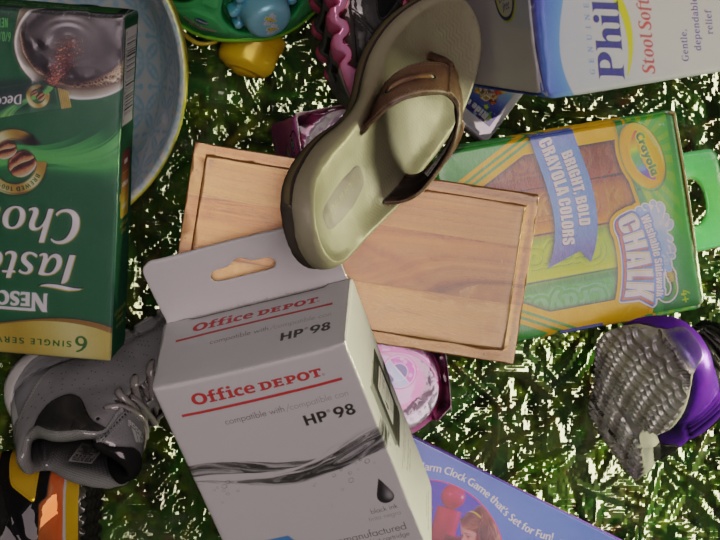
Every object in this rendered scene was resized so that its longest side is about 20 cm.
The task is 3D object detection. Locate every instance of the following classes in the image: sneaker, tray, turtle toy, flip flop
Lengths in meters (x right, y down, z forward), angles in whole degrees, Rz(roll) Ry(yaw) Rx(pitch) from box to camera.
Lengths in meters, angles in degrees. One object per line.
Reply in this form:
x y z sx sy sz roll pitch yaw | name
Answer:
-0.213 0.208 1.303 0.090 0.070 0.201 7 89 5 | sneaker
-0.117 0.077 1.267 0.199 0.116 0.075 -22 123 7 | sneaker
-0.004 -0.010 1.226 0.199 0.037 0.099 9 92 -4 | tray
-0.097 -0.211 1.291 0.199 0.101 0.146 22 87 -9 | turtle toy
0.200 0.058 1.305 0.099 0.200 0.070 -30 75 -11 | sneaker
0.023 -0.076 1.166 0.200 0.057 0.081 -54 128 -39 | flip flop
0.018 -0.191 1.231 0.095 0.079 0.201 0 88 -12 | sneaker

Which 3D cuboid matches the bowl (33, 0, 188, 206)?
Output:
-0.193 -0.124 1.264 0.199 0.108 0.201 1 103 3 | bowl

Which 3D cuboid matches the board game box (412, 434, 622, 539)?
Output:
0.073 0.199 1.354 0.200 0.045 0.135 27 86 -9 | board game box

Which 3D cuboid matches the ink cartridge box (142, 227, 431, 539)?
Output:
-0.043 0.080 1.201 0.115 0.067 0.200 -14 122 12 | ink cartridge box

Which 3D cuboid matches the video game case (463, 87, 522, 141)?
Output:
0.084 -0.204 1.364 0.143 0.018 0.200 38 85 -9 | video game case

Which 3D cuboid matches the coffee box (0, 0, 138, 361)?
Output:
-0.191 -0.052 1.203 0.123 0.044 0.201 6 103 2 | coffee box

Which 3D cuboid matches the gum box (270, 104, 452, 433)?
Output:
0.000 0.000 1.304 0.066 0.113 0.201 -11 93 -9 | gum box

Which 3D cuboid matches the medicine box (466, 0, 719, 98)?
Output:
0.160 -0.171 1.274 0.199 0.182 0.103 -11 101 -16 | medicine box

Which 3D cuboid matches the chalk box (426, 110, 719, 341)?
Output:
0.136 -0.029 1.321 0.199 0.124 0.125 -11 92 -9 | chalk box
